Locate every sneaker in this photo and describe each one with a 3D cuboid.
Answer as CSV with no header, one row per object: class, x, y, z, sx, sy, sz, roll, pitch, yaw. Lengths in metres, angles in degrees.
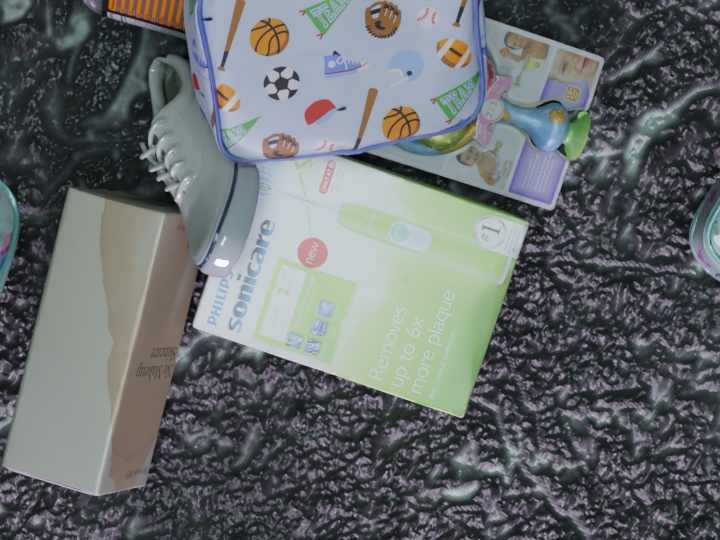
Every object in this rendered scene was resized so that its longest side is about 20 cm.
sneaker,-0.115,-0.072,1.602,0.071,0.200,0.073,17,125,-21

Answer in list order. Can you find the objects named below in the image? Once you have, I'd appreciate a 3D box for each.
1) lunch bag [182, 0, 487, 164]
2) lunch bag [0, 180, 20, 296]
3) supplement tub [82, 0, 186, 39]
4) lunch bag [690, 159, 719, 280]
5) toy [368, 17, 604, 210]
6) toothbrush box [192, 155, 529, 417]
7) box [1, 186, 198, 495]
lunch bag,-0.012,-0.158,1.536,0.199,0.076,0.161,-12,121,-8
lunch bag,-0.317,0.004,1.605,0.160,0.077,0.201,23,64,-24
supplement tub,-0.111,-0.218,1.619,0.199,0.123,0.123,16,94,-2
lunch bag,0.335,-0.026,1.657,0.200,0.077,0.161,32,94,-4
toy,0.070,-0.120,1.638,0.199,0.047,0.115,16,98,-21
toothbrush box,0.000,0.000,1.656,0.199,0.086,0.146,20,93,-1
box,-0.176,0.048,1.645,0.078,0.095,0.201,15,95,16
